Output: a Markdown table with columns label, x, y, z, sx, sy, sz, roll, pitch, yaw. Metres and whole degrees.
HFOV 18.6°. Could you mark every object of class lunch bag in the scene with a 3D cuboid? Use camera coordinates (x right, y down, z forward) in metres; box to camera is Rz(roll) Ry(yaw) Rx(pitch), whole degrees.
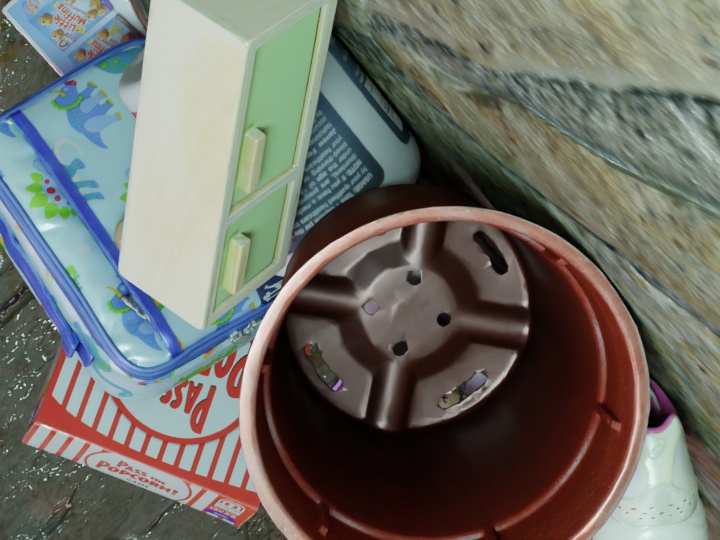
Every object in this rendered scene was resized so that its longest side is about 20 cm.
| label | x | y | z | sx | sy | sz | roll | pitch | yaw |
| --- | --- | --- | --- | --- | --- | --- | --- | --- | --- |
| lunch bag | -0.137 | -0.030 | 1.361 | 0.200 | 0.161 | 0.082 | 57 | 158 | 9 |

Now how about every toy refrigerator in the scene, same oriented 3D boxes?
| label | x | y | z | sx | sy | sz | roll | pitch | yaw |
| --- | --- | --- | --- | --- | --- | --- | --- | --- | --- |
| toy refrigerator | -0.069 | -0.069 | 1.152 | 0.070 | 0.076 | 0.200 | 34 | 136 | 20 |

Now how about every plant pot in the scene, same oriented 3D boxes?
| label | x | y | z | sx | sy | sz | roll | pitch | yaw |
| --- | --- | --- | --- | --- | --- | --- | --- | --- | --- |
| plant pot | 0.034 | 0.046 | 1.157 | 0.201 | 0.201 | 0.195 | 50 | -175 | -13 |

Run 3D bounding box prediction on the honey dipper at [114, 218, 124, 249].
| label | x | y | z | sx | sy | sz | roll | pitch | yaw |
| --- | --- | --- | --- | --- | --- | --- | --- | --- | --- |
| honey dipper | -0.110 | -0.101 | 1.331 | 0.038 | 0.200 | 0.038 | 17 | 160 | 6 |

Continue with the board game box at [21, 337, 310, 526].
| label | x | y | z | sx | sy | sz | roll | pitch | yaw |
| --- | --- | --- | --- | --- | --- | --- | --- | --- | --- |
| board game box | -0.111 | 0.043 | 1.413 | 0.151 | 0.200 | 0.046 | 22 | 155 | -11 |

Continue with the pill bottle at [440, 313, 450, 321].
| label | x | y | z | sx | sy | sz | roll | pitch | yaw |
| --- | --- | --- | --- | --- | --- | --- | --- | --- | --- |
| pill bottle | 0.079 | 0.078 | 1.522 | 0.111 | 0.111 | 0.200 | 47 | 176 | 45 |

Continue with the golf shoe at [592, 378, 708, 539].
| label | x | y | z | sx | sy | sz | roll | pitch | yaw |
| --- | --- | --- | --- | --- | --- | --- | --- | --- | --- |
| golf shoe | 0.140 | 0.080 | 1.215 | 0.200 | 0.075 | 0.092 | -123 | 24 | -62 |

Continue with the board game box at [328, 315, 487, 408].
| label | x | y | z | sx | sy | sz | roll | pitch | yaw |
| --- | --- | --- | --- | --- | --- | --- | --- | --- | --- |
| board game box | 0.077 | 0.108 | 1.346 | 0.200 | 0.032 | 0.120 | 33 | 135 | -4 |

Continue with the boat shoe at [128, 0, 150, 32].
| label | x | y | z | sx | sy | sz | roll | pitch | yaw |
| --- | --- | --- | --- | --- | --- | --- | --- | --- | --- |
| boat shoe | -0.127 | -0.208 | 1.424 | 0.203 | 0.075 | 0.075 | 58 | -175 | 1 |

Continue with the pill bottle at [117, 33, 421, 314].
| label | x | y | z | sx | sy | sz | roll | pitch | yaw |
| --- | --- | --- | --- | --- | --- | --- | --- | --- | --- |
| pill bottle | -0.036 | -0.067 | 1.284 | 0.200 | 0.120 | 0.120 | 51 | 177 | -17 |

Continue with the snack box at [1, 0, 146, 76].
| label | x | y | z | sx | sy | sz | roll | pitch | yaw |
| --- | --- | --- | --- | --- | --- | --- | --- | --- | --- |
| snack box | -0.142 | -0.121 | 1.453 | 0.200 | 0.072 | 0.024 | 48 | -161 | -15 |
